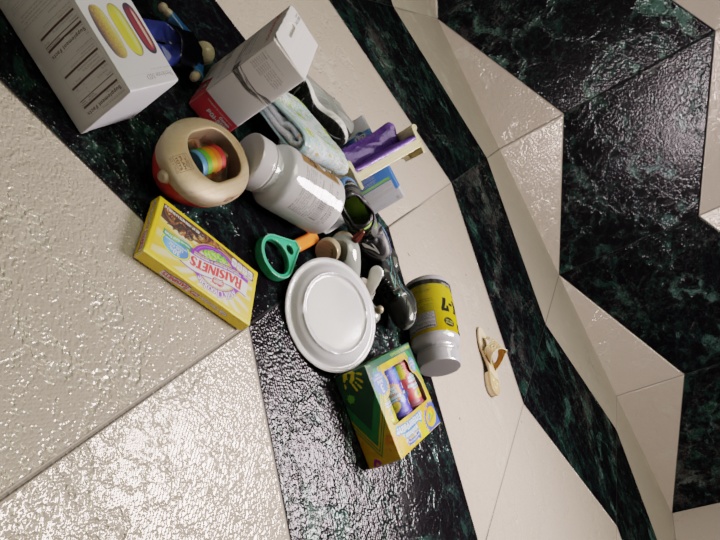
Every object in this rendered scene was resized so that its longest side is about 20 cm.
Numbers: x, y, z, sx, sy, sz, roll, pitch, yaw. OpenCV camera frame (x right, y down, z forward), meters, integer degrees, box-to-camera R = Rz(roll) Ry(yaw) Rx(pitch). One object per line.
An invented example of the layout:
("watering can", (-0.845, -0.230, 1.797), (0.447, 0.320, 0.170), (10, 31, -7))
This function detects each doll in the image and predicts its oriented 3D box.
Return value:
("doll", (-0.306, -0.372, 1.033), (0.199, 0.048, 0.139), (-18, 85, -63))

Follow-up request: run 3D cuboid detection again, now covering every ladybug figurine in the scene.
("ladybug figurine", (-0.243, -0.154, 0.943), (0.138, 0.071, 0.200), (62, 27, -4))

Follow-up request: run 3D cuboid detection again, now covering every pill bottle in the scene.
("pill bottle", (-0.127, -0.152, 1.104), (0.198, 0.113, 0.117), (28, 44, -46))
("pill bottle", (0.161, 0.123, 1.405), (0.114, 0.113, 0.204), (32, 42, -46))

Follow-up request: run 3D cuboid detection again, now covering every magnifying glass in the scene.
("magnifying glass", (-0.124, -0.037, 1.117), (0.081, 0.022, 0.200), (63, 25, -5))

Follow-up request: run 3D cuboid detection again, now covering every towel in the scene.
("towel", (-0.117, -0.277, 1.214), (0.201, 0.048, 0.170), (53, 20, 23))

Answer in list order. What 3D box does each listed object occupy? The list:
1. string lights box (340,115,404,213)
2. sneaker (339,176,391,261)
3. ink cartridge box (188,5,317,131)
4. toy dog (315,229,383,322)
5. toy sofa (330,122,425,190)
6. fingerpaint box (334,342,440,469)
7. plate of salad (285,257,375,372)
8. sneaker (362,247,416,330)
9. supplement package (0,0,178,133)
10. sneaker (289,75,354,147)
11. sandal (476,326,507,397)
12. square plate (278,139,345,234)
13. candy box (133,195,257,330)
("string lights box", (0.010, -0.233, 1.424), (0.203, 0.101, 0.059), (62, 10, -8))
("sneaker", (0.002, -0.091, 1.266), (0.201, 0.070, 0.083), (59, 6, -32))
("ink cartridge box", (-0.178, -0.334, 1.069), (0.083, 0.197, 0.149), (48, 32, -29))
("toy dog", (0.000, 0.000, 1.230), (0.201, 0.095, 0.133), (52, 30, -24))
("toy sofa", (0.033, -0.245, 1.334), (0.198, 0.082, 0.099), (-33, 99, -25))
("fingerpaint box", (0.056, 0.241, 1.160), (0.199, 0.072, 0.170), (-11, 77, -62))
("plate of salad", (-0.054, 0.079, 1.112), (0.197, 0.048, 0.205), (14, 67, -36))
("sneaker", (0.055, 0.035, 1.345), (0.078, 0.075, 0.203), (14, 47, -48))
("supplement package", (-0.354, -0.304, 0.823), (0.203, 0.108, 0.114), (59, 28, -12))
("sneaker", (-0.091, -0.354, 1.349), (0.201, 0.074, 0.079), (49, 42, -6))
("sandal", (0.376, 0.242, 1.744), (0.077, 0.069, 0.215), (40, 36, -39))
("square plate", (-0.084, -0.181, 1.303), (0.203, 0.028, 0.198), (64, 26, -4))
("candy box", (-0.227, -0.007, 0.902), (0.200, 0.026, 0.104), (42, 38, -38))
